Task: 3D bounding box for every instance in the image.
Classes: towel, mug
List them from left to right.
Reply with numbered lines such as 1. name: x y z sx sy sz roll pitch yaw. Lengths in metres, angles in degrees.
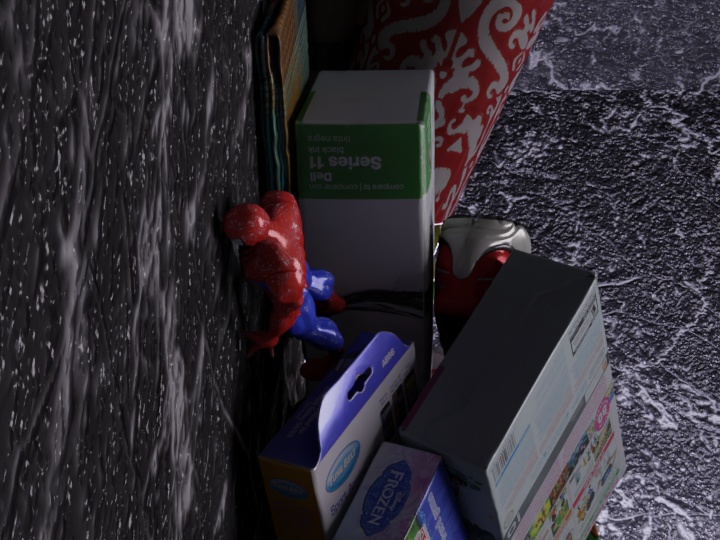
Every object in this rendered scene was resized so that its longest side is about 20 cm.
1. towel: -0.046 -0.080 0.888 0.147 0.021 0.203 -84 173 -61
2. mug: 0.061 -0.150 1.017 0.177 0.132 0.202 -24 138 -67

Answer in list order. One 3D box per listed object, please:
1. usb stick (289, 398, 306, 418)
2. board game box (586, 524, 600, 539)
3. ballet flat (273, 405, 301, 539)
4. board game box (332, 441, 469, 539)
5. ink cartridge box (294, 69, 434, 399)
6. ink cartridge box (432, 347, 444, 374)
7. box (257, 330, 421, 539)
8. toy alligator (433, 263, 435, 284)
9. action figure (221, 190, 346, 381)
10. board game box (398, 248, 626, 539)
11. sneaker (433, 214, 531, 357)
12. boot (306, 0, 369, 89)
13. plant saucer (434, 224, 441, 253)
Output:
1. usb stick: -0.035 0.187 1.040 0.056 0.032 0.202 -97 -175 -58
2. board game box: 0.075 0.241 1.130 0.201 0.197 0.202 93 -12 -51
3. ballet flat: -0.028 0.160 0.913 0.201 0.067 0.068 -72 169 -46
4. board game box: 0.011 0.236 0.768 0.201 0.041 0.201 -60 146 -33
5. ink cartridge box: 0.007 -0.017 0.907 0.147 0.082 0.203 -78 167 -70
6. ink cartridge box: 0.059 0.175 0.992 0.201 0.145 0.083 -52 154 -29
7. box: -0.001 0.133 0.797 0.119 0.041 0.202 -47 136 -45
8. toy alligator: 0.000 0.000 1.073 0.199 0.059 0.055 4 49 -55
9. action figure: -0.040 0.008 0.743 0.200 0.051 0.066 72 13 -68
10. board game box: 0.100 0.112 0.853 0.148 0.064 0.201 -53 144 -30
11. sneaker: 0.076 0.038 0.919 0.200 0.076 0.086 63 38 -60
12. boot: -0.020 -0.203 0.998 0.200 0.069 0.148 -29 131 -74
13. plant saucer: 0.012 -0.084 1.236 0.200 0.047 0.202 105 -29 -68
